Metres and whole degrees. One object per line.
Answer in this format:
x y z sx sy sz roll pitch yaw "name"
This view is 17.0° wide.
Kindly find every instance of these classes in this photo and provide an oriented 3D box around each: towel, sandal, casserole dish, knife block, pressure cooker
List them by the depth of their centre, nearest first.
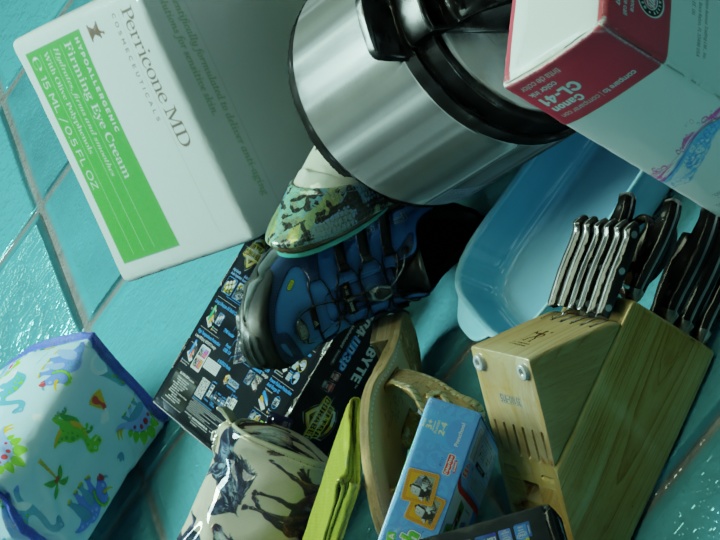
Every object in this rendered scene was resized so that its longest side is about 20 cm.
0.160 0.061 1.389 0.064 0.175 0.200 12 119 61 "knife block"
0.072 -0.146 1.499 0.200 0.179 0.176 -30 25 54 "pressure cooker"
0.135 -0.034 1.521 0.200 0.039 0.121 -54 29 10 "casserole dish"
0.044 0.087 1.527 0.070 0.078 0.212 -13 30 11 "sandal"
-0.033 0.180 1.528 0.086 0.018 0.200 -91 17 -54 "towel"

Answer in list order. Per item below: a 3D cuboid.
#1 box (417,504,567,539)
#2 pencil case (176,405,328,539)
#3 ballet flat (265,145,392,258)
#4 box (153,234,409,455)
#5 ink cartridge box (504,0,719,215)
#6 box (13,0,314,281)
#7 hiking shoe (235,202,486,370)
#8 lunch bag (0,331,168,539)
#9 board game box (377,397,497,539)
0.029 0.228 1.281 0.200 0.044 0.160 -16 73 9 "box"
-0.093 0.192 1.613 0.089 0.078 0.200 31 101 21 "pencil case"
0.004 -0.072 1.588 0.074 0.074 0.200 -29 2 44 "ballet flat"
-0.062 0.064 1.738 0.159 0.046 0.200 -60 29 -1 "box"
0.184 -0.129 1.343 0.086 0.200 0.148 -31 40 42 "ink cartridge box"
-0.097 -0.127 1.730 0.200 0.199 0.171 -30 9 -41 "box"
0.000 0.000 1.581 0.087 0.074 0.200 5 35 43 "hiking shoe"
-0.275 0.154 1.879 0.200 0.127 0.170 -11 37 42 "lunch bag"
0.029 0.182 1.395 0.151 0.037 0.200 59 -130 -76 "board game box"
